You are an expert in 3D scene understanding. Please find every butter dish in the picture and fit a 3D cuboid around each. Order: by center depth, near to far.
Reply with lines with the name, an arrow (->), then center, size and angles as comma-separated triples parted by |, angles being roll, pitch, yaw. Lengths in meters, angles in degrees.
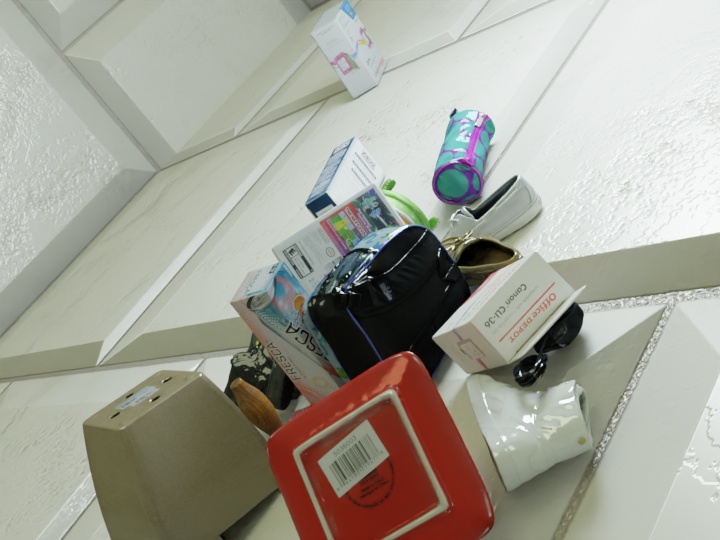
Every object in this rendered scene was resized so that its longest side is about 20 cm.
butter dish -> 0.036, 0.216, 1.044 | 0.199, 0.148, 0.201 | -34, 66, 16

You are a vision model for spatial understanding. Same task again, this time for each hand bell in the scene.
hand bell -> -0.083, 0.200, 1.172 | 0.104, 0.201, 0.104 | -32, 23, 15

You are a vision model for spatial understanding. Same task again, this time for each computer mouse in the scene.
computer mouse -> 0.206, 0.084, 1.090 | 0.058, 0.034, 0.200 | -36, 2, 31

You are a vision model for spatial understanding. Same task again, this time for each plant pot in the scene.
plant pot -> -0.247, 0.241, 1.330 | 0.199, 0.179, 0.199 | -34, 17, -32

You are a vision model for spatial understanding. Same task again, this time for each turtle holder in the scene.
turtle holder -> 0.020, -0.039, 1.555 | 0.184, 0.141, 0.132 | -12, 35, 48

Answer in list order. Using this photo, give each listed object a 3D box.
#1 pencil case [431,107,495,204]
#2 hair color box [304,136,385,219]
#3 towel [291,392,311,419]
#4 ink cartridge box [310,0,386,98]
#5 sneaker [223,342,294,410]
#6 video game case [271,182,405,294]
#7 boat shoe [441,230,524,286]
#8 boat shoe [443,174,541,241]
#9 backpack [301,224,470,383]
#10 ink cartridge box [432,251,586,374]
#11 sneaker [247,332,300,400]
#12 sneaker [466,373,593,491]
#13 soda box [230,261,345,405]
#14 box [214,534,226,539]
pencil case -> 0.171, -0.191, 1.678 | 0.093, 0.084, 0.201 | -59, 7, 37
hair color box -> -0.027, -0.153, 1.911 | 0.060, 0.100, 0.201 | -26, 25, 34
towel -> -0.026, 0.160, 1.406 | 0.143, 0.023, 0.201 | -26, 27, 28
ink cartridge box -> -0.026, -0.559, 2.574 | 0.084, 0.201, 0.145 | -23, 27, 26
sneaker -> -0.141, 0.125, 1.446 | 0.103, 0.060, 0.202 | 6, 74, 21
video game case -> 0.000, 0.000, 1.442 | 0.181, 0.201, 0.023 | -32, -19, -8
boat shoe -> 0.161, -0.019, 1.354 | 0.073, 0.063, 0.199 | -50, 32, -16
boat shoe -> 0.164, -0.063, 1.462 | 0.199, 0.069, 0.072 | -33, 22, 17
backpack -> 0.033, 0.046, 1.311 | 0.146, 0.184, 0.200 | -11, 30, 49
ink cartridge box -> 0.165, 0.048, 1.157 | 0.116, 0.068, 0.200 | -45, 1, -16
sneaker -> -0.126, 0.147, 1.551 | 0.085, 0.074, 0.200 | -66, 24, 20
sneaker -> 0.177, 0.148, 1.047 | 0.114, 0.074, 0.200 | -23, 19, 2
soda box -> -0.081, 0.087, 1.338 | 0.068, 0.201, 0.064 | -16, 33, 35
box -> -0.266, 0.388, 1.334 | 0.143, 0.036, 0.199 | -49, 24, -24
